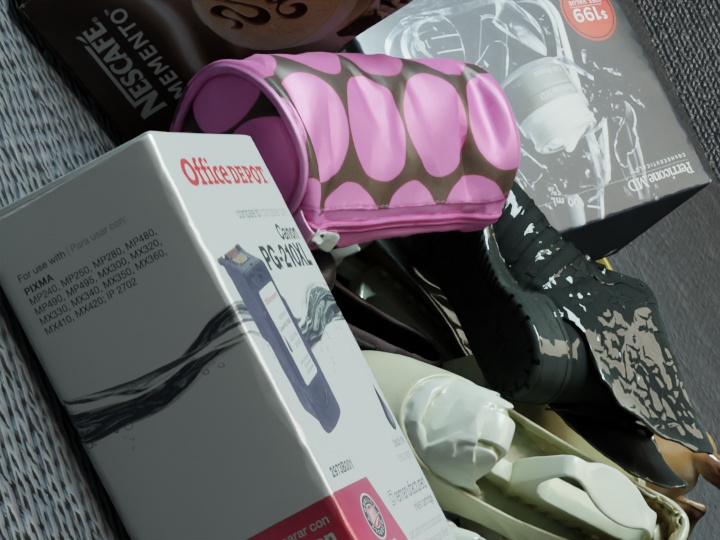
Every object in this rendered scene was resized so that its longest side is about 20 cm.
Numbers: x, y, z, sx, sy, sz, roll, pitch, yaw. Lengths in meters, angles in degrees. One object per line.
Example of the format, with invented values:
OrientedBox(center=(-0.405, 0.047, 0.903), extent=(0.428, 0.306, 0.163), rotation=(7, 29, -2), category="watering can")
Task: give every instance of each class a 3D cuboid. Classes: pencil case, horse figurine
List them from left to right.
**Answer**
OrientedBox(center=(-0.001, -0.051, 1.262), extent=(0.094, 0.091, 0.200), rotation=(45, 29, 23), category="pencil case")
OrientedBox(center=(0.146, 0.113, 1.546), extent=(0.050, 0.199, 0.133), rotation=(-64, 149, -28), category="horse figurine")

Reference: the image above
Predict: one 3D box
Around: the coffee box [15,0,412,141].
OrientedBox(center=(-0.050, -0.154, 1.265), extent=(0.113, 0.199, 0.080), rotation=(50, 14, -36), category="coffee box")

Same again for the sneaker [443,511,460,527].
OrientedBox(center=(0.081, 0.117, 1.484), extent=(0.112, 0.073, 0.200), rotation=(64, 14, 9), category="sneaker")

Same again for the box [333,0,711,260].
OrientedBox(center=(0.068, -0.086, 1.571), extent=(0.199, 0.104, 0.183), rotation=(-19, 78, -37), category="box")

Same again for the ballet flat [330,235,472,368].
OrientedBox(center=(0.000, 0.000, 1.405), extent=(0.200, 0.068, 0.068), rotation=(42, 43, -6), category="ballet flat")

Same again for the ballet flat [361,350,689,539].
OrientedBox(center=(0.071, 0.091, 1.305), extent=(0.199, 0.070, 0.070), rotation=(30, 23, -16), category="ballet flat")

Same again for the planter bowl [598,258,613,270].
OrientedBox(center=(0.119, 0.031, 1.786), extent=(0.201, 0.083, 0.201), rotation=(57, 14, -22), category="planter bowl")

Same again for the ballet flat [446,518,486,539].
OrientedBox(center=(0.040, 0.159, 1.259), extent=(0.071, 0.065, 0.200), rotation=(52, 15, -27), category="ballet flat")

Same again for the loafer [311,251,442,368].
OrientedBox(center=(-0.028, 0.008, 1.314), extent=(0.200, 0.063, 0.072), rotation=(47, 19, -47), category="loafer")

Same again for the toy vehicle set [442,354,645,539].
OrientedBox(center=(0.102, 0.145, 1.381), extent=(0.124, 0.026, 0.201), rotation=(10, 69, -46), category="toy vehicle set")

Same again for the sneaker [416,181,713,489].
OrientedBox(center=(0.100, 0.016, 1.371), extent=(0.104, 0.060, 0.200), rotation=(10, 43, -32), category="sneaker")

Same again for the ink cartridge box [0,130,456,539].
OrientedBox(center=(-0.053, 0.049, 1.090), extent=(0.201, 0.084, 0.145), rotation=(63, 12, 4), category="ink cartridge box")
